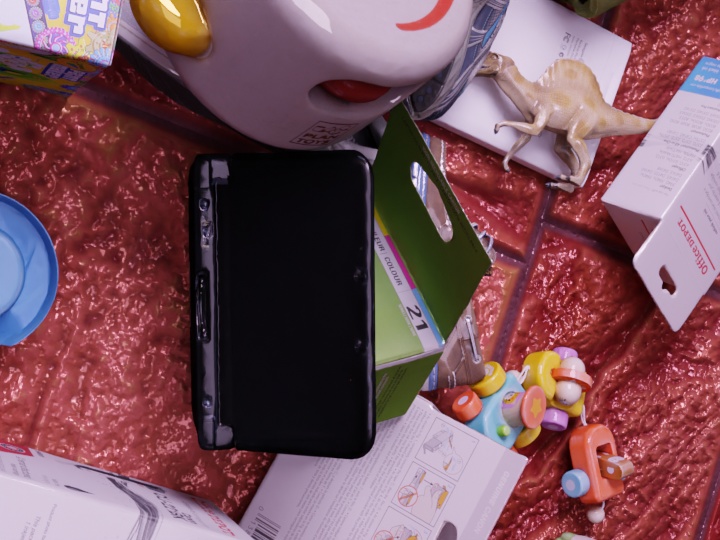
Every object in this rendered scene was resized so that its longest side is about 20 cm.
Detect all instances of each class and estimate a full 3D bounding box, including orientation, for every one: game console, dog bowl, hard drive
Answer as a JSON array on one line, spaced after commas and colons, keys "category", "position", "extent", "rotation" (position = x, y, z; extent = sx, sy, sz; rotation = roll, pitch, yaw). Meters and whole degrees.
[{"category": "game console", "position": [-0.061, 0.020, 0.857], "extent": [0.115, 0.176, 0.202], "rotation": [0, 92, -10]}, {"category": "dog bowl", "position": [-0.305, 0.025, 0.840], "extent": [0.199, 0.050, 0.112], "rotation": [-35, 104, -15]}, {"category": "hard drive", "position": [0.120, -0.167, 1.004], "extent": [0.199, 0.027, 0.133], "rotation": [22, 85, -21]}]

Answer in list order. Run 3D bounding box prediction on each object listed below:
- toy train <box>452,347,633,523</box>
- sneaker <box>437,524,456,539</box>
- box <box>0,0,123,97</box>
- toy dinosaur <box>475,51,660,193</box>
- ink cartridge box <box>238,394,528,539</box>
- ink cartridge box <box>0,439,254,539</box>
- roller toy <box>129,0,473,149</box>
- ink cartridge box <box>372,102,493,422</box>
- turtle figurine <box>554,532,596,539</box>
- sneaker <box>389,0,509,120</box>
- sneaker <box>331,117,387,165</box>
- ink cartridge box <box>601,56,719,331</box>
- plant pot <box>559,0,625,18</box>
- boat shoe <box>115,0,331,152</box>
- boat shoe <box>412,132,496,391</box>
[{"category": "toy train", "position": [0.159, 0.138, 0.987], "extent": [0.199, 0.055, 0.152], "rotation": [-1, 81, -44]}, {"category": "sneaker", "position": [0.029, 0.213, 0.970], "extent": [0.087, 0.075, 0.202], "rotation": [3, 90, -4]}, {"category": "box", "position": [-0.255, -0.196, 0.768], "extent": [0.191, 0.200, 0.123], "rotation": [11, 88, -21]}, {"category": "toy dinosaur", "position": [0.174, -0.117, 0.983], "extent": [0.198, 0.058, 0.102], "rotation": [15, 86, -21]}, {"category": "ink cartridge box", "position": [0.008, 0.190, 0.916], "extent": [0.175, 0.045, 0.201], "rotation": [27, 82, 21]}, {"category": "ink cartridge box", "position": [-0.185, 0.188, 0.842], "extent": [0.199, 0.144, 0.084], "rotation": [22, 85, -20]}, {"category": "roller toy", "position": [-0.034, -0.175, 0.767], "extent": [0.182, 0.139, 0.201], "rotation": [41, 49, -18]}, {"category": "ink cartridge box", "position": [0.000, 0.000, 0.849], "extent": [0.075, 0.201, 0.149], "rotation": [-13, 61, -25]}, {"category": "turtle figurine", "position": [0.135, 0.294, 0.968], "extent": [0.200, 0.194, 0.144], "rotation": [-39, 84, 20]}, {"category": "sneaker", "position": [0.077, -0.205, 0.923], "extent": [0.077, 0.086, 0.201], "rotation": [33, 97, 19]}, {"category": "sneaker", "position": [-0.039, -0.151, 0.917], "extent": [0.075, 0.081, 0.200], "rotation": [-45, 105, -11]}, {"category": "ink cartridge box", "position": [0.278, -0.064, 1.026], "extent": [0.201, 0.066, 0.116], "rotation": [-52, 134, -11]}, {"category": "plant pot", "position": [0.224, -0.304, 0.968], "extent": [0.189, 0.200, 0.201], "rotation": [-36, 105, -2]}, {"category": "boat shoe", "position": [-0.099, -0.146, 0.870], "extent": [0.201, 0.074, 0.065], "rotation": [29, 79, 12]}, {"category": "boat shoe", "position": [0.067, -0.008, 0.957], "extent": [0.072, 0.072, 0.202], "rotation": [-1, 90, -5]}]
